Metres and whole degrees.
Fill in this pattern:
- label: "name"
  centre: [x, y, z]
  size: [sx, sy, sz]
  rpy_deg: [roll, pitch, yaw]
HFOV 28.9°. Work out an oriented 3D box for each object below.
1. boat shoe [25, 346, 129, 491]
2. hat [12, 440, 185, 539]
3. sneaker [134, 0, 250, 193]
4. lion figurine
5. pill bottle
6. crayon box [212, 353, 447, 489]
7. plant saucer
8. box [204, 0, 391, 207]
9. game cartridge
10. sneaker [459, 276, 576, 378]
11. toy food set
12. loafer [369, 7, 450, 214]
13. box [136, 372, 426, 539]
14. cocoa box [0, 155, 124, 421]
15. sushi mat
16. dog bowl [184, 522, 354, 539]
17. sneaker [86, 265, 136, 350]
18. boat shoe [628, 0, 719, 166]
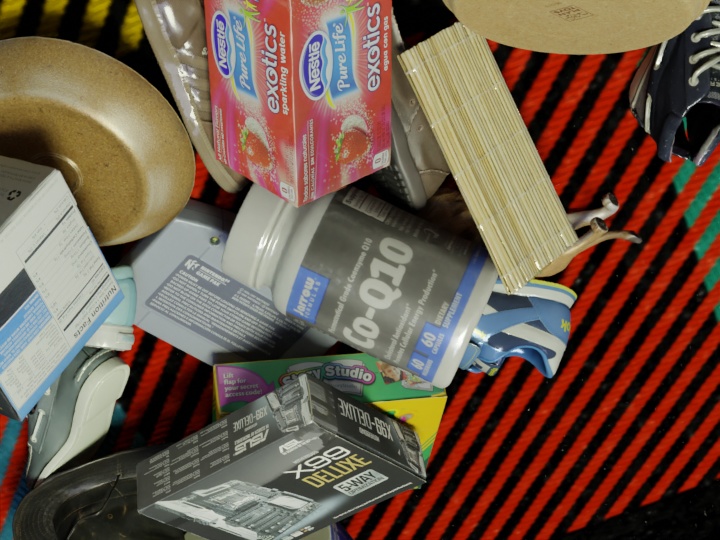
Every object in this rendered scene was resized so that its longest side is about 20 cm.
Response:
- label: "boat shoe"
  centre: [-0.265, 0.130, 1.253]
  size: [0.062, 0.073, 0.201]
  rpy_deg: [43, 131, 13]
- label: "hat"
  centre: [-0.217, 0.245, 1.296]
  size: [0.198, 0.081, 0.202]
  rpy_deg: [-18, 142, -15]
- label: "sneaker"
  centre: [-0.102, -0.144, 1.029]
  size: [0.075, 0.071, 0.201]
  rpy_deg: [-21, 132, 1]
- label: "lion figurine"
  centre: [0.131, -0.029, 1.164]
  size: [0.199, 0.073, 0.122]
  rpy_deg: [25, 129, -31]
- label: "pill bottle"
  centre: [0.000, 0.000, 1.083]
  size: [0.198, 0.114, 0.115]
  rpy_deg: [24, 127, 4]
- label: "crayon box"
  centre: [-0.034, 0.144, 1.258]
  size: [0.197, 0.059, 0.173]
  rpy_deg: [-4, 146, -10]
- label: "plant saucer"
  centre: [-0.224, -0.082, 1.046]
  size: [0.197, 0.036, 0.202]
  rpy_deg: [6, 136, 6]
- label: "box"
  centre: [-0.043, -0.161, 0.965]
  size: [0.095, 0.099, 0.202]
  rpy_deg: [-26, 130, -35]
- label: "game cartridge"
  centre: [-0.108, 0.022, 1.190]
  size: [0.199, 0.041, 0.133]
  rpy_deg: [32, 122, -30]
- label: "sneaker"
  centre: [0.088, 0.046, 1.194]
  size: [0.197, 0.083, 0.074]
  rpy_deg: [5, 173, -5]
- label: "toy food set"
  centre: [0.149, -0.202, 0.975]
  size: [0.196, 0.049, 0.199]
  rpy_deg: [9, 170, -25]
- label: "loafer"
  centre: [0.024, -0.140, 1.064]
  size: [0.071, 0.073, 0.201]
  rpy_deg: [-38, 133, -22]
- label: "box"
  centre: [-0.068, 0.172, 1.194]
  size: [0.199, 0.050, 0.157]
  rpy_deg: [-29, 141, 26]
- label: "cocoa box"
  centre: [-0.300, 0.000, 1.017]
  size: [0.198, 0.134, 0.132]
  rpy_deg: [14, 142, 32]
- label: "sushi mat"
  centre: [0.099, -0.088, 1.049]
  size: [0.012, 0.095, 0.202]
  rpy_deg: [-14, 107, 46]
- label: "dog bowl"
  centre: [-0.094, 0.305, 1.322]
  size: [0.198, 0.201, 0.079]
  rpy_deg: [-26, 127, 13]
- label: "sneaker"
  centre: [-0.273, 0.013, 1.139]
  size: [0.197, 0.083, 0.074]
  rpy_deg: [9, 174, 7]
- label: "boat shoe"
  centre: [0.267, -0.173, 1.048]
  size: [0.074, 0.093, 0.202]
  rpy_deg: [4, 129, -12]
